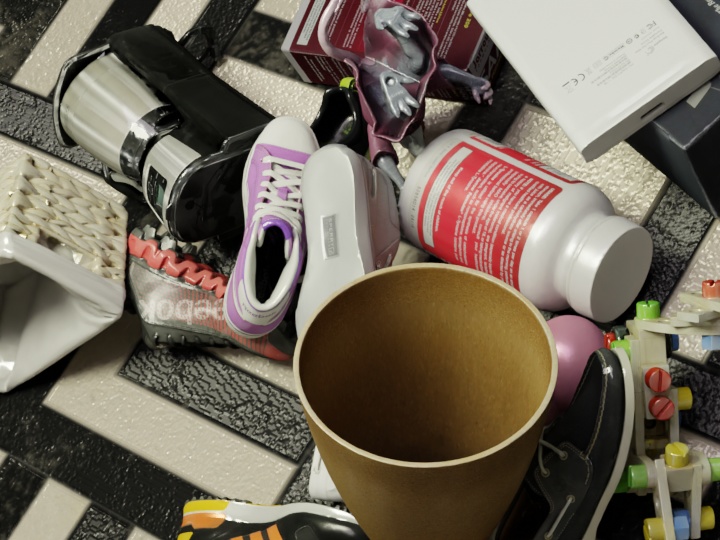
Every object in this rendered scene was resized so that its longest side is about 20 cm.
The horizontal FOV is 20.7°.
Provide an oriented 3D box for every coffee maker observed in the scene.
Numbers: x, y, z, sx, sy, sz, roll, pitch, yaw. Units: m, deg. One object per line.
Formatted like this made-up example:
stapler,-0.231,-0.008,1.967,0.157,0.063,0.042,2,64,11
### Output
coffee maker,-0.155,-0.137,1.817,0.192,0.135,0.200,-41,58,-16

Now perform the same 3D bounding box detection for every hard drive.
hard drive,0.189,-0.194,1.619,0.132,0.026,0.200,-35,52,4

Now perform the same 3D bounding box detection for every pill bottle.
pill bottle,0.139,-0.034,1.638,0.200,0.112,0.112,28,76,35

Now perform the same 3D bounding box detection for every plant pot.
plant pot,0.048,0.130,1.454,0.186,0.200,0.186,-1,47,1

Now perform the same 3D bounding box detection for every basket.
basket,-0.313,0.002,1.781,0.200,0.136,0.123,-30,41,39

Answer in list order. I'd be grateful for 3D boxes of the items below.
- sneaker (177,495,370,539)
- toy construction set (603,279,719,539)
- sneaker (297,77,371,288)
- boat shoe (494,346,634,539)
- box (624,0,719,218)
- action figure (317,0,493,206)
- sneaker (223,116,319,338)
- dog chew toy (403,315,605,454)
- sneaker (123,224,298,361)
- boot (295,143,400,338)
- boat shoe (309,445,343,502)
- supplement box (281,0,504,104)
sneaker,-0.068,0.238,1.603,0.200,0.070,0.090,-1,65,34
toy construction set,0.234,0.099,1.490,0.092,0.131,0.200,10,98,-7
sneaker,-0.042,-0.083,1.770,0.072,0.083,0.200,7,65,29
boat shoe,0.155,0.148,1.484,0.072,0.068,0.200,-114,38,-61
box,0.295,-0.188,1.651,0.200,0.117,0.197,-41,52,-2
action figure,0.023,-0.145,1.710,0.149,0.200,0.134,34,81,9
sneaker,-0.065,-0.049,1.663,0.073,0.114,0.201,10,72,-7
dog chew toy,0.108,0.085,1.582,0.200,0.125,0.125,-9,58,11
sneaker,-0.139,0.041,1.754,0.200,0.071,0.098,29,94,24
boot,0.000,0.000,1.623,0.074,0.096,0.200,-6,76,31
boat shoe,-0.011,0.099,1.655,0.065,0.074,0.200,-4,59,18
supplement box,0.038,-0.224,1.829,0.200,0.061,0.109,11,67,30
